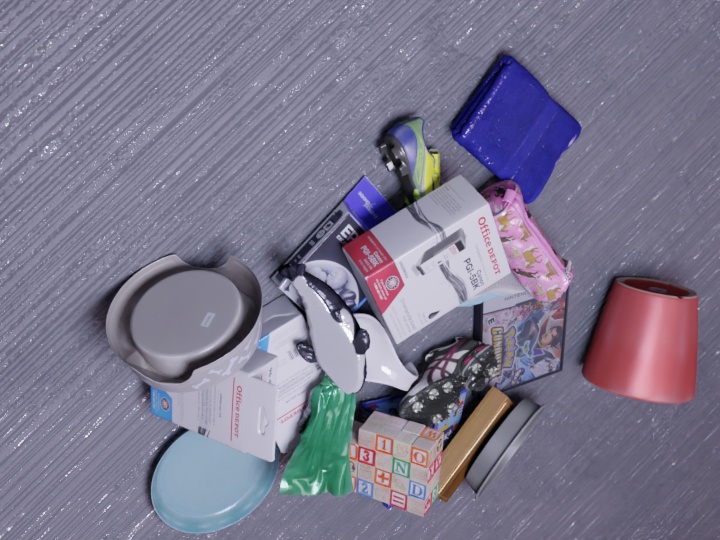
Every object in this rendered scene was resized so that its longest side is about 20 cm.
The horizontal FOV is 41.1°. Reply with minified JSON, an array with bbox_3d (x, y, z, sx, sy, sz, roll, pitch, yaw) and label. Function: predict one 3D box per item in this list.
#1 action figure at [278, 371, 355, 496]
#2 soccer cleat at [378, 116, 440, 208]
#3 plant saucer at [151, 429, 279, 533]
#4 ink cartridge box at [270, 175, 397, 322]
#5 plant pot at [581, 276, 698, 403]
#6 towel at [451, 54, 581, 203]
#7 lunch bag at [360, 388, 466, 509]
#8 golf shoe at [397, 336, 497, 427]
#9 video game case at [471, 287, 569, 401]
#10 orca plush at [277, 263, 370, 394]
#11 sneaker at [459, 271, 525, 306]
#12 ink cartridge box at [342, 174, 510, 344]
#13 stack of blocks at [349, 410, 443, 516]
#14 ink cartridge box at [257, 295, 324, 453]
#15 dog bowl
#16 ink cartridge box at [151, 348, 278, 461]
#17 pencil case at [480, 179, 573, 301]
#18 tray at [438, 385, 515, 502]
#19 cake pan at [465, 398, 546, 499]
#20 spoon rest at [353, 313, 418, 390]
[{"bbox_3d":[-0.051,0.226,1.378,0.117,0.055,0.202,2,110,-27],"label":"action figure"},{"bbox_3d":[0.093,-0.127,1.368,0.084,0.065,0.201,-40,129,-18],"label":"soccer cleat"},{"bbox_3d":[-0.216,0.298,1.421,0.199,0.027,0.202,-13,120,-24],"label":"plant saucer"},{"bbox_3d":[0.000,0.000,1.389,0.200,0.043,0.198,-48,128,-3],"label":"ink cartridge box"},{"bbox_3d":[0.495,0.113,1.657,0.199,0.200,0.179,1,104,-31],"label":"plant pot"},{"bbox_3d":[0.229,-0.207,1.420,0.200,0.049,0.148,34,91,-39],"label":"towel"},{"bbox_3d":[0.095,0.270,1.567,0.199,0.094,0.152,-17,124,-39],"label":"lunch bag"},{"bbox_3d":[0.124,0.174,1.501,0.199,0.088,0.078,-30,129,-29],"label":"golf shoe"},{"bbox_3d":[0.269,0.107,1.613,0.179,0.025,0.202,-16,120,-24],"label":"video game case"},{"bbox_3d":[-0.044,0.069,1.315,0.105,0.071,0.200,-34,101,27],"label":"orca plush"},{"bbox_3d":[0.189,0.015,1.505,0.199,0.082,0.075,-4,74,-44],"label":"sneaker"},{"bbox_3d":[0.096,-0.015,1.338,0.199,0.083,0.147,-32,133,-5],"label":"ink cartridge box"},{"bbox_3d":[0.020,0.277,1.444,0.059,0.198,0.116,-37,135,-56],"label":"stack of blocks"},{"bbox_3d":[-0.112,0.152,1.383,0.115,0.068,0.201,-30,125,-14],"label":"ink cartridge box"},{"bbox_3d":[-0.214,0.066,1.206,0.199,0.200,0.059,-29,140,-15],"label":"dog bowl"},{"bbox_3d":[-0.176,0.157,1.256,0.068,0.199,0.117,-32,134,-55],"label":"ink cartridge box"},{"bbox_3d":[0.246,-0.044,1.445,0.086,0.083,0.200,-30,121,21],"label":"pencil case"},{"bbox_3d":[0.182,0.292,1.598,0.200,0.037,0.099,-52,155,-4],"label":"tray"},{"bbox_3d":[0.243,0.297,1.627,0.200,0.037,0.201,-48,162,-21],"label":"cake pan"},{"bbox_3d":[0.021,0.128,1.405,0.200,0.061,0.100,33,95,-42],"label":"spoon rest"}]
